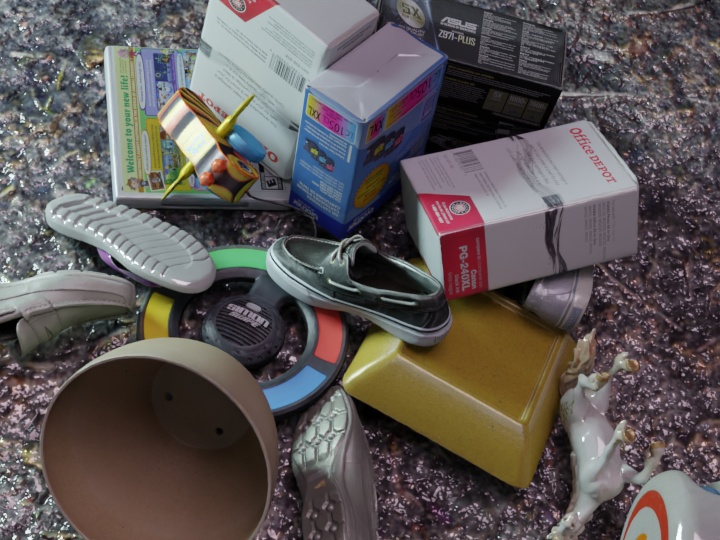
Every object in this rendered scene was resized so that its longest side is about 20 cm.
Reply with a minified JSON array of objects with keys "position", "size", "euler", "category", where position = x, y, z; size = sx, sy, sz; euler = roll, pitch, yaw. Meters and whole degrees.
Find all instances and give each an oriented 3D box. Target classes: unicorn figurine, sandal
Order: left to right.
[{"position":[-0.216,-0.018,1.467],"size":[0.202,0.050,0.082],"euler":[29,36,30],"category":"sandal"},{"position":[0.214,0.166,1.410],"size":[0.074,0.137,0.200],"euler":[19,49,-15],"category":"unicorn figurine"}]

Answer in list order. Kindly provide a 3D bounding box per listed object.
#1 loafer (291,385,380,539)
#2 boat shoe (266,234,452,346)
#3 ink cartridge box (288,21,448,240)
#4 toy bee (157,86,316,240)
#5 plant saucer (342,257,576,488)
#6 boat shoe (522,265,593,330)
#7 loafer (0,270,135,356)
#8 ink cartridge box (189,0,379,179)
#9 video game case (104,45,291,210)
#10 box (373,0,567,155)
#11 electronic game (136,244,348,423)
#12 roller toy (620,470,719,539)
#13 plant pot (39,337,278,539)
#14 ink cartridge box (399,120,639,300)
[{"position":[-0.019,0.192,1.379],"size":[0.070,0.070,0.200],"euler":[-24,42,22],"category":"loafer"},{"position":[0.000,0.000,1.437],"size":[0.200,0.071,0.072],"euler":[21,45,23],"category":"boat shoe"},{"position":[0.003,-0.125,1.517],"size":[0.076,0.200,0.136],"euler":[37,54,17],"category":"ink cartridge box"},{"position":[-0.132,-0.111,1.489],"size":[0.200,0.109,0.131],"euler":[25,95,22],"category":"toy bee"},{"position":[0.108,0.082,1.469],"size":[0.200,0.049,0.200],"euler":[30,45,0],"category":"plant saucer"},{"position":[0.191,-0.019,1.545],"size":[0.071,0.070,0.201],"euler":[21,33,-8],"category":"boat shoe"},{"position":[-0.302,0.044,1.395],"size":[0.199,0.070,0.070],"euler":[-6,67,-11],"category":"loafer"},{"position":[-0.081,-0.211,1.527],"size":[0.144,0.200,0.084],"euler":[41,53,13],"category":"ink cartridge box"},{"position":[-0.170,-0.148,1.597],"size":[0.181,0.022,0.201],"euler":[0,57,-15],"category":"video game case"},{"position":[0.095,-0.191,1.608],"size":[0.199,0.164,0.086],"euler":[14,54,-5],"category":"box"},{"position":[-0.110,0.057,1.448],"size":[0.199,0.042,0.200],"euler":[4,52,-5],"category":"electronic game"},{"position":[0.294,0.271,1.330],"size":[0.139,0.200,0.183],"euler":[12,42,-5],"category":"roller toy"},{"position":[-0.153,0.138,1.317],"size":[0.200,0.201,0.135],"euler":[26,24,4],"category":"plant pot"},{"position":[0.153,-0.061,1.492],"size":[0.199,0.084,0.145],"euler":[-13,35,-8],"category":"ink cartridge box"}]
